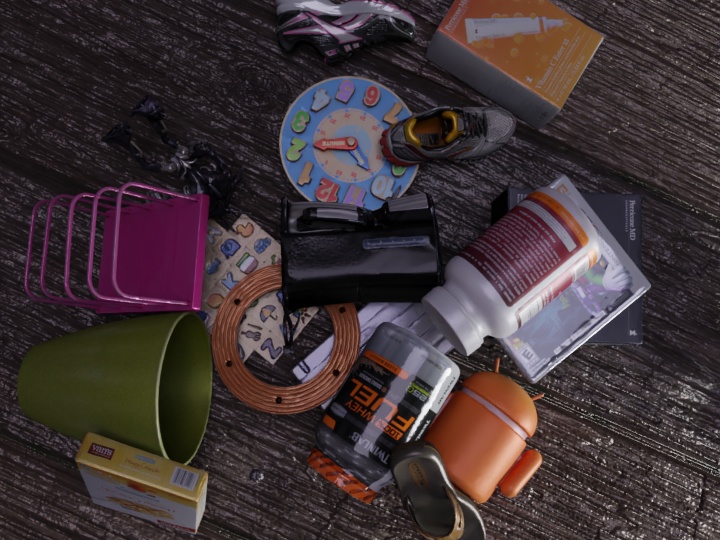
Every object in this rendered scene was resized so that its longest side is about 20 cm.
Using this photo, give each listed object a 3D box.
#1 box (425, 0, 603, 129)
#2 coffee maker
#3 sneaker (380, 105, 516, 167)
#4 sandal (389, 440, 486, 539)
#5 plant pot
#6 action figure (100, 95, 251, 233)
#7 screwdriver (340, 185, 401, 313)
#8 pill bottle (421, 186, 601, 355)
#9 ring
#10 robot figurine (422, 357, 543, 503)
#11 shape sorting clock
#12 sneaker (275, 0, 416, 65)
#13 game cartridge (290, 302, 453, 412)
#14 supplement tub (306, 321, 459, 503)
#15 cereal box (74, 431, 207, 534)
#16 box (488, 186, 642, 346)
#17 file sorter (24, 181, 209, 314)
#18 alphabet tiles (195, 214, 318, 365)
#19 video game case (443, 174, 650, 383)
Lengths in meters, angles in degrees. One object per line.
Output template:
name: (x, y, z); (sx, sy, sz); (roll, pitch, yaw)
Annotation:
box: (0.210, -0.311, 1.071); (0.199, 0.097, 0.125); (32, 82, -1)
coffee maker: (0.000, 0.000, 0.980); (0.198, 0.135, 0.194); (-2, 95, -1)
sneaker: (0.131, -0.185, 1.049); (0.198, 0.082, 0.079); (-15, 89, -22)
sandal: (0.093, 0.282, 0.913); (0.081, 0.055, 0.201); (-20, 122, 8)
plant pot: (-0.308, 0.141, 0.951); (0.198, 0.187, 0.189); (1, 84, 8)
action figure: (-0.235, -0.131, 1.018); (0.200, 0.102, 0.119); (47, 72, -25)
screwdriver: (0.010, -0.026, 1.055); (0.028, 0.029, 0.201); (26, 84, 1)
pill bottle: (0.173, 0.004, 0.902); (0.199, 0.113, 0.113); (-38, 88, -7)
ring: (-0.098, 0.089, 1.020); (0.198, 0.019, 0.202); (-1, 75, 2)
robot figurine: (0.152, 0.218, 1.002); (0.201, 0.143, 0.117); (-52, 135, -8)
shape sorting clock: (-0.013, -0.174, 1.068); (0.198, 0.039, 0.202); (1, 84, -5)
sneaker: (-0.024, -0.327, 1.075); (0.198, 0.080, 0.087); (8, 95, 4)
game cartridge: (0.020, 0.119, 1.043); (0.200, 0.038, 0.130); (-40, 93, -7)
supplement tub: (0.026, 0.176, 0.960); (0.122, 0.123, 0.201); (32, 82, -1)
cereal box: (-0.257, 0.261, 0.923); (0.143, 0.200, 0.040); (18, 58, -2)
box: (0.273, -0.001, 1.040); (0.180, 0.104, 0.202); (3, 84, -3)
file sorter: (-0.299, -0.025, 0.931); (0.199, 0.125, 0.140); (-4, 79, 38)
alphabet tiles: (-0.163, 0.027, 1.050); (0.200, 0.006, 0.167); (40, 83, 0)
video game case: (0.236, 0.009, 0.973); (0.199, 0.023, 0.182); (-37, 87, -6)
